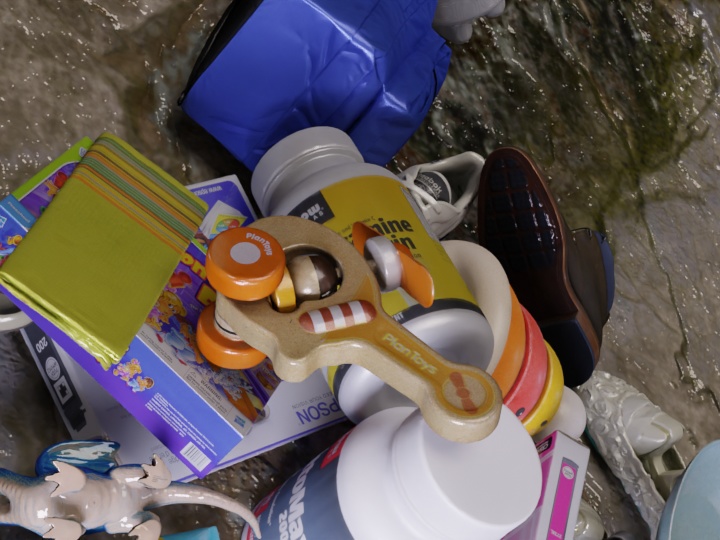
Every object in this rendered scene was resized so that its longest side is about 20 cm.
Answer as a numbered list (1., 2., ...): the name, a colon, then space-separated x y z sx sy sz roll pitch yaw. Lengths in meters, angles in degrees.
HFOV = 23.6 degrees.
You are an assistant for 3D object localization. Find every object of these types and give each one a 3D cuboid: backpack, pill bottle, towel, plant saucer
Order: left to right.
1. towel: -0.152 -0.017 1.038 0.086 0.018 0.200 36 28 -9
2. backpack: -0.023 -0.166 1.297 0.168 0.162 0.200 42 33 -14
3. pill bottle: 0.000 0.000 1.161 0.111 0.112 0.200 -1 46 -37
4. pill bottle: 0.020 0.155 1.084 0.119 0.200 0.120 19 52 -26
5. plant saucer: 0.253 0.222 1.235 0.200 0.039 0.202 12 74 -50

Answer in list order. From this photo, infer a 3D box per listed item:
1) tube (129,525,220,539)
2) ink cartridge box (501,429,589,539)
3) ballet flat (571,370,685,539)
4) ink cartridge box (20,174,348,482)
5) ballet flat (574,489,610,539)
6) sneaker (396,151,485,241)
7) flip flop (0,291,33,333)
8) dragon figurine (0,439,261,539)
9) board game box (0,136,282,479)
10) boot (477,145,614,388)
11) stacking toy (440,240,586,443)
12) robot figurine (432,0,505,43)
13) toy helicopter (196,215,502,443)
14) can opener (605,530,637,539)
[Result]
1. tube: -0.159 0.194 1.039 0.199 0.050 0.078 5 62 -41
2. ink cartridge box: 0.104 0.212 1.184 0.037 0.095 0.201 30 48 -17
3. ballet flat: 0.239 0.156 1.344 0.072 0.072 0.201 -15 71 -42
4. ink cartridge box: -0.123 0.044 1.159 0.197 0.043 0.201 -16 71 -41
5. ballet flat: 0.146 0.214 1.233 0.068 0.067 0.201 30 48 -16
6. sneaker: 0.016 -0.036 1.292 0.200 0.080 0.077 -35 87 -43
7. flip flop: -0.270 -0.044 1.074 0.081 0.058 0.200 -41 81 -20
8. dragon figurine: -0.162 0.133 1.029 0.199 0.099 0.059 0 92 -32
9. board game box: -0.137 0.019 1.077 0.200 0.045 0.135 44 26 -5
10. boot: 0.148 -0.017 1.360 0.097 0.074 0.201 -47 125 -55
11. stacking toy: 0.103 0.078 1.267 0.200 0.146 0.147 30 46 -38
12. robot figurine: 0.065 -0.282 1.410 0.113 0.201 0.170 32 65 35
13. toy helicopter: 0.006 0.031 1.026 0.200 0.079 0.132 35 49 21
14. can opener: 0.193 0.281 1.188 0.067 0.053 0.201 -19 102 -58
